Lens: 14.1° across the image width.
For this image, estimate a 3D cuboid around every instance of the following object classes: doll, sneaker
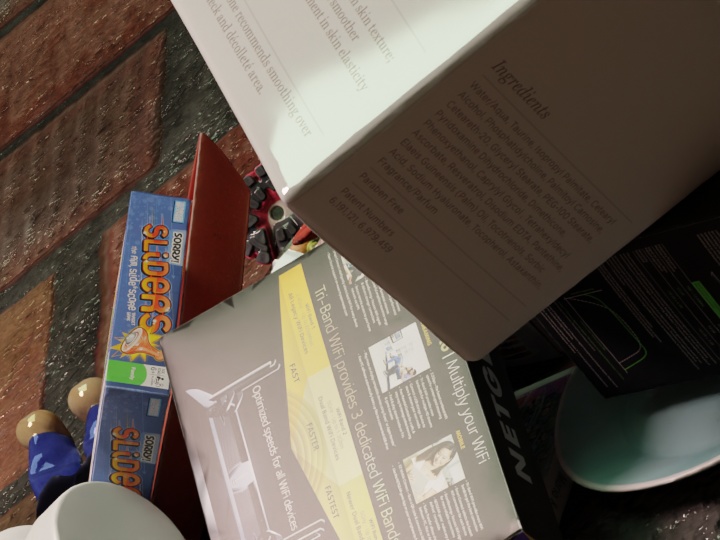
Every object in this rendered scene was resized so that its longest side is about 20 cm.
[{"bbox_3d":[-0.170,0.145,1.783,0.136,0.048,0.200,-32,29,3],"label":"doll"},{"bbox_3d":[0.000,-0.080,1.871,0.200,0.081,0.075,-33,-4,7],"label":"sneaker"}]

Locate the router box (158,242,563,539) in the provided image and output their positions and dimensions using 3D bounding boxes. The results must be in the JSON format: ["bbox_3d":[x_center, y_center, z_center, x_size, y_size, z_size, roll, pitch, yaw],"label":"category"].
[{"bbox_3d":[-0.002,0.085,1.406,0.157,0.052,0.200,-29,55,19],"label":"router box"}]

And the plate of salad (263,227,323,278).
[{"bbox_3d":[0.000,0.000,1.596,0.200,0.048,0.200,-31,32,22],"label":"plate of salad"}]

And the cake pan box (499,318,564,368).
[{"bbox_3d":[0.053,-0.018,1.650,0.200,0.052,0.184,-15,39,40],"label":"cake pan box"}]

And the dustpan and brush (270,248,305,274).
[{"bbox_3d":[-0.019,0.102,1.487,0.139,0.057,0.200,16,70,29],"label":"dustpan and brush"}]

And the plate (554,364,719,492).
[{"bbox_3d":[0.180,0.038,1.403,0.200,0.026,0.200,-36,23,18],"label":"plate"}]

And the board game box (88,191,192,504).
[{"bbox_3d":[-0.124,0.073,1.576,0.200,0.034,0.136,104,172,-50],"label":"board game box"}]

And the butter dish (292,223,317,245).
[{"bbox_3d":[0.007,-0.138,1.539,0.200,0.148,0.200,-51,5,-23],"label":"butter dish"}]

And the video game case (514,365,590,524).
[{"bbox_3d":[0.025,0.145,1.480,0.200,0.024,0.182,-27,26,38],"label":"video game case"}]

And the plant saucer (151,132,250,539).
[{"bbox_3d":[-0.095,0.058,1.670,0.200,0.037,0.200,103,172,-48],"label":"plant saucer"}]

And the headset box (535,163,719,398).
[{"bbox_3d":[0.193,-0.045,1.374,0.200,0.093,0.174,-16,33,47],"label":"headset box"}]

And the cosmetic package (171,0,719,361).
[{"bbox_3d":[0.055,-0.104,1.305,0.200,0.166,0.167,-38,46,11],"label":"cosmetic package"}]

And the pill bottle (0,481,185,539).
[{"bbox_3d":[-0.177,0.205,1.534,0.200,0.120,0.120,-47,17,32],"label":"pill bottle"}]
